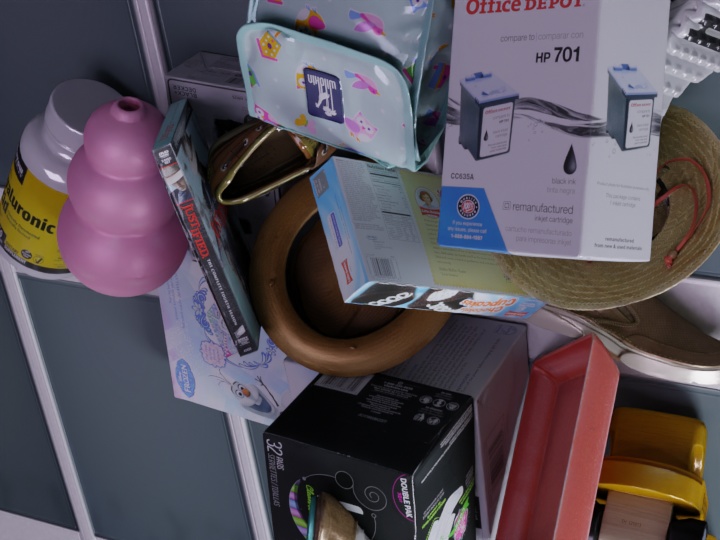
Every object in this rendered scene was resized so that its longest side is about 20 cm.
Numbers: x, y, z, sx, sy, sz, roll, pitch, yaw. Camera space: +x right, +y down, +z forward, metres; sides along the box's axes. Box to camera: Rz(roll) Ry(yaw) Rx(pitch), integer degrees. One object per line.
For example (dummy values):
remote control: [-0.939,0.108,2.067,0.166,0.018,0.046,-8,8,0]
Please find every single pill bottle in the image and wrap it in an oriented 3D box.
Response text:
pill bottle: [-0.294,-0.093,1.418,0.111,0.111,0.200,37,132,7]

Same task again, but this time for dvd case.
dvd case: [-0.130,-0.040,1.250,0.022,0.146,0.200,-20,110,7]

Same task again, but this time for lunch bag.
lunch bag: [-0.001,-0.193,1.121,0.170,0.122,0.201,19,102,23]

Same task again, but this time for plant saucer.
plant saucer: [0.167,0.165,1.203,0.037,0.200,0.200,14,168,-4]

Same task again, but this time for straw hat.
straw hat: [0.206,-0.042,1.139,0.201,0.202,0.085,10,165,27]

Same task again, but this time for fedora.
fedora: [0.000,0.000,1.274,0.200,0.082,0.201,-1,83,6]

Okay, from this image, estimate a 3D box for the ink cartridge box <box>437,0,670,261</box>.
ink cartridge box: [0.139,-0.111,1.034,0.146,0.086,0.201,6,94,48]

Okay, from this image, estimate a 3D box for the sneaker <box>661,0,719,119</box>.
sneaker: [0.227,-0.169,1.060,0.200,0.075,0.081,-44,47,30]

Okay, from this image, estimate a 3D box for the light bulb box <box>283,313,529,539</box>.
light bulb box: [0.051,0.149,1.344,0.200,0.125,0.199,8,123,27]

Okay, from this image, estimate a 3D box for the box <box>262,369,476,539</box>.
box: [0.013,0.206,1.240,0.148,0.124,0.200,12,123,26]

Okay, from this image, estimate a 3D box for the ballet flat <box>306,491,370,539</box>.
ballet flat: [-0.017,0.261,1.174,0.072,0.068,0.200,11,126,1]

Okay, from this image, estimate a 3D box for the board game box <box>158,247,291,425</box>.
board game box: [-0.112,0.065,1.450,0.199,0.043,0.200,14,126,25]

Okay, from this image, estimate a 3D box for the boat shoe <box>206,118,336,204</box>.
boat shoe: [-0.044,-0.118,1.219,0.200,0.068,0.072,-35,118,15]

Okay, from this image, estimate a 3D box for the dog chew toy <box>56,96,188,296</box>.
dog chew toy: [-0.216,-0.072,1.297,0.124,0.125,0.200,26,134,16]

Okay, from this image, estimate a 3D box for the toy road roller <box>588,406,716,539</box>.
toy road roller: [0.262,0.210,1.270,0.123,0.146,0.200,9,161,19]

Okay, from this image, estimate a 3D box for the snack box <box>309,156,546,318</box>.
snack box: [0.059,-0.024,1.156,0.037,0.200,0.116,-41,55,41]

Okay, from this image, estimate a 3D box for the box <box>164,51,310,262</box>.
box: [-0.110,-0.096,1.331,0.116,0.060,0.200,12,124,26]

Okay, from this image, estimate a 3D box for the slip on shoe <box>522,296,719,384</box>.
slip on shoe: [0.229,0.038,1.199,0.200,0.076,0.061,22,113,25]
